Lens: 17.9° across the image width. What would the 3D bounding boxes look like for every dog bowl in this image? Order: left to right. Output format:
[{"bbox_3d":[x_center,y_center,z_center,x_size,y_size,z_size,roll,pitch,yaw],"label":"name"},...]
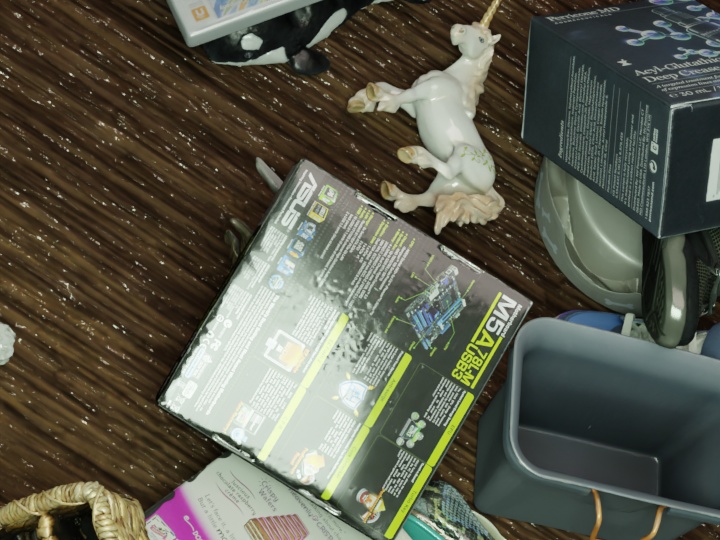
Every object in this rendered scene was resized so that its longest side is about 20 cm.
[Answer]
[{"bbox_3d":[0.230,-0.052,1.842,0.198,0.059,0.202,9,62,-16],"label":"dog bowl"}]

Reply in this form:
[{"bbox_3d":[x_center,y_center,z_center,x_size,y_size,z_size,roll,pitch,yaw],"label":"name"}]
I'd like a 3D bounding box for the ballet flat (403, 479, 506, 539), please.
[{"bbox_3d":[0.104,0.227,1.647,0.200,0.074,0.074,46,58,2],"label":"ballet flat"}]

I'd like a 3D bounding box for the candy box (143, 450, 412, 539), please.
[{"bbox_3d":[-0.080,0.203,1.588,0.199,0.061,0.137,-35,79,-31],"label":"candy box"}]

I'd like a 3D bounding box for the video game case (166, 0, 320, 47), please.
[{"bbox_3d":[-0.079,-0.285,1.790,0.199,0.022,0.183,-21,70,-13],"label":"video game case"}]

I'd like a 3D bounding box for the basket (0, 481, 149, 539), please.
[{"bbox_3d":[-0.194,0.245,1.441,0.141,0.149,0.202,-15,81,1],"label":"basket"}]

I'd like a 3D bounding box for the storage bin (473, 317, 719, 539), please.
[{"bbox_3d":[0.179,0.142,1.676,0.198,0.134,0.147,13,60,-13],"label":"storage bin"}]

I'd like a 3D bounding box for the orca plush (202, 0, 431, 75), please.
[{"bbox_3d":[-0.030,-0.217,1.818,0.198,0.071,0.106,-7,67,-24],"label":"orca plush"}]

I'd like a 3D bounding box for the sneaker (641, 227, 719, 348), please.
[{"bbox_3d":[0.268,-0.003,1.708,0.113,0.077,0.200,13,28,3],"label":"sneaker"}]

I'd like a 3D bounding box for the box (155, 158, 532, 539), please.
[{"bbox_3d":[-0.011,0.056,1.575,0.192,0.048,0.201,31,84,-8],"label":"box"}]

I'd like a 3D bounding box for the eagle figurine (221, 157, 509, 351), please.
[{"bbox_3d":[-0.001,0.006,1.686,0.198,0.151,0.153,-3,56,-9],"label":"eagle figurine"}]

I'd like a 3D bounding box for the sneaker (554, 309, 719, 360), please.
[{"bbox_3d":[0.252,0.060,1.739,0.199,0.147,0.081,25,58,-7],"label":"sneaker"}]

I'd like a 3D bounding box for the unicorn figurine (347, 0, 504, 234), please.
[{"bbox_3d":[0.065,-0.123,1.815,0.136,0.074,0.202,-6,80,-34],"label":"unicorn figurine"}]

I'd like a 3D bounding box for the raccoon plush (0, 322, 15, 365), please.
[{"bbox_3d":[-0.326,0.009,1.548,0.198,0.134,0.098,-6,65,-24],"label":"raccoon plush"}]

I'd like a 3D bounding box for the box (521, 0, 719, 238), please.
[{"bbox_3d":[0.236,-0.121,1.725,0.147,0.108,0.200,-11,29,-25],"label":"box"}]
